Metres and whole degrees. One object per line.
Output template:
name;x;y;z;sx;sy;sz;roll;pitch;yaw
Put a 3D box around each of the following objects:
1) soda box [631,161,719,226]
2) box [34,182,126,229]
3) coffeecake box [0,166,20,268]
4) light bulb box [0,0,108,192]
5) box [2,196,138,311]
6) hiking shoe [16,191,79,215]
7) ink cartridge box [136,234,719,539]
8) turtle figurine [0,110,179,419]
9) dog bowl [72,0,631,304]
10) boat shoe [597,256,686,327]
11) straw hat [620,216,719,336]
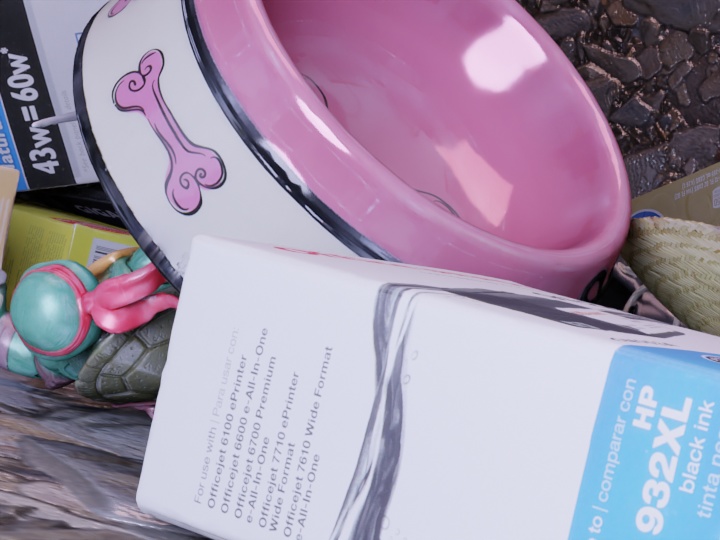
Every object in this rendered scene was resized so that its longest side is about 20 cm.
soda box;0.139;0.009;1.370;0.064;0.068;0.200;10;-20;-32
box;-0.019;-0.009;1.337;0.199;0.050;0.198;9;-14;43
coffeecake box;-0.254;-0.032;1.154;0.153;0.073;0.200;9;4;-33
light bulb box;-0.108;-0.133;1.291;0.199;0.125;0.198;-7;24;16
box;-0.159;-0.007;1.302;0.075;0.050;0.200;13;3;-36
hiking shoe;-0.161;-0.047;1.458;0.199;0.075;0.087;9;45;-11
ink cartridge box;0.061;0.054;0.760;0.200;0.084;0.145;15;5;43
turtle figurine;-0.082;0.005;1.016;0.149;0.101;0.200;-31;-20;24
dog bowl;0.006;-0.043;0.938;0.200;0.074;0.201;31;32;-21
boat shoe;0.119;0.033;1.210;0.062;0.075;0.200;-5;43;-48
straw hat;0.159;0.062;0.981;0.200;0.085;0.201;24;-8;4
